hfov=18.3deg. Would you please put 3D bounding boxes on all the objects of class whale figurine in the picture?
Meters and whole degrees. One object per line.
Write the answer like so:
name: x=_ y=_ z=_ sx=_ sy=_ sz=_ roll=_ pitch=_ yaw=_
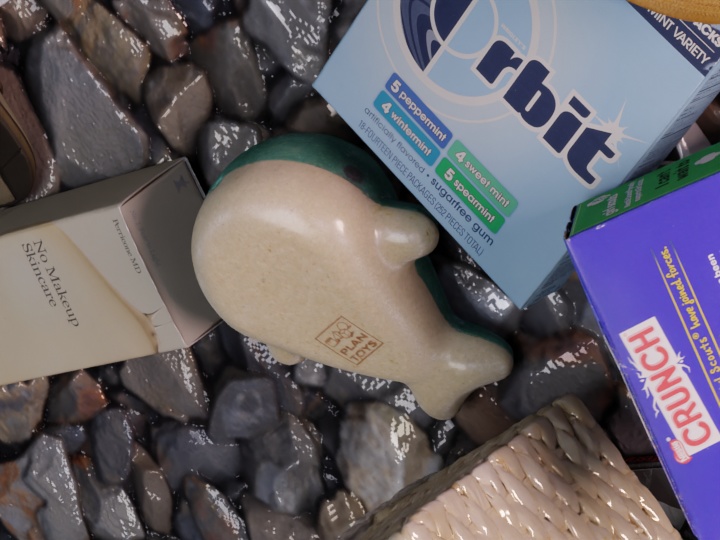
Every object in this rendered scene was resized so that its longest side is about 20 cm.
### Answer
whale figurine: x=0.000 y=0.000 z=1.294 sx=0.199 sy=0.104 sz=0.159 roll=35 pitch=134 yaw=-13

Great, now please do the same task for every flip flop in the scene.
flip flop: x=-0.267 y=-0.125 z=1.453 sx=0.080 sy=0.058 sz=0.201 roll=-12 pitch=123 yaw=24

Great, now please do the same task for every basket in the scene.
basket: x=0.078 y=0.203 z=1.215 sx=0.201 sy=0.198 sz=0.161 roll=53 pitch=131 yaw=5

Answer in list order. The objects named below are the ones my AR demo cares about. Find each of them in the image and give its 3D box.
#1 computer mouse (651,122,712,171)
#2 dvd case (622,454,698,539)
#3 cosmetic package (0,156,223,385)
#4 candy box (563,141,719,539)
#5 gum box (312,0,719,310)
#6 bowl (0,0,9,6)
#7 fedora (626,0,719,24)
computer mouse: x=0.155 y=-0.051 z=1.161 sx=0.109 sy=0.044 sz=0.202 roll=-16 pitch=96 yaw=39
dvd case: x=0.206 y=0.168 z=1.247 sx=0.199 sy=0.022 sz=0.147 roll=-11 pitch=105 yaw=42
cosmetic package: x=-0.176 y=0.004 z=1.438 sx=0.199 sy=0.073 sz=0.104 roll=-13 pitch=108 yaw=44
candy box: x=0.220 y=0.014 z=1.060 sx=0.199 sy=0.077 sz=0.170 roll=-23 pitch=98 yaw=13
gum box: x=0.087 y=-0.110 z=1.134 sx=0.170 sy=0.044 sz=0.200 roll=48 pitch=126 yaw=14
bowl: x=-0.223 y=-0.261 z=1.317 sx=0.200 sy=0.105 sz=0.203 roll=19 pitch=122 yaw=32
fedora: x=0.147 y=-0.185 z=1.026 sx=0.200 sy=0.201 sz=0.082 roll=41 pitch=160 yaw=15
